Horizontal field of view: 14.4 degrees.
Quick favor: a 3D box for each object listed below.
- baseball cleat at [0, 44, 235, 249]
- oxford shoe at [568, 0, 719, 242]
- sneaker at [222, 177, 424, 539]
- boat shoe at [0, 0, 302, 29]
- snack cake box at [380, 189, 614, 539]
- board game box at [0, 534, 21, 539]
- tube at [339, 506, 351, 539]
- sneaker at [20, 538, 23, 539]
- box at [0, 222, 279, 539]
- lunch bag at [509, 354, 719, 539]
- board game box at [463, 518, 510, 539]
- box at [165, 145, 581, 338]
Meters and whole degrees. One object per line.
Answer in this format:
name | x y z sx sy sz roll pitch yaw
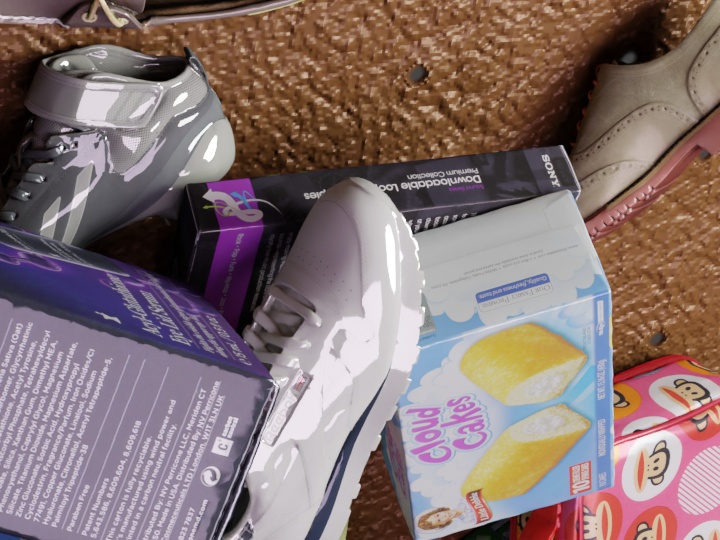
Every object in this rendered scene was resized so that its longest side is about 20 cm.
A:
baseball cleat | -0.158 -0.043 1.367 0.199 0.070 0.107 -33 126 -14
oxford shoe | 0.139 -0.071 1.503 0.200 0.075 0.070 -37 176 17
sneaker | -0.032 0.052 1.341 0.080 0.076 0.201 2 111 -38
boat shoe | -0.105 -0.144 1.313 0.199 0.060 0.072 -8 128 -22
snack cake box | 0.065 0.053 1.454 0.114 0.068 0.200 -17 148 -5
board game box | -0.173 0.218 1.438 0.157 0.201 0.039 16 156 -23
tube | -0.031 0.122 1.558 0.052 0.058 0.201 -38 151 -47
sneaker | -0.074 0.111 1.435 0.199 0.085 0.077 -22 140 -20
box | -0.159 0.046 1.276 0.199 0.148 0.105 19 100 -24
lunch bag | 0.149 0.161 1.621 0.175 0.082 0.201 -18 120 -36
board game box | 0.062 0.227 1.696 0.199 0.029 0.135 -35 133 0
box | 0.000 0.000 1.437 0.198 0.036 0.143 -5 146 -17
